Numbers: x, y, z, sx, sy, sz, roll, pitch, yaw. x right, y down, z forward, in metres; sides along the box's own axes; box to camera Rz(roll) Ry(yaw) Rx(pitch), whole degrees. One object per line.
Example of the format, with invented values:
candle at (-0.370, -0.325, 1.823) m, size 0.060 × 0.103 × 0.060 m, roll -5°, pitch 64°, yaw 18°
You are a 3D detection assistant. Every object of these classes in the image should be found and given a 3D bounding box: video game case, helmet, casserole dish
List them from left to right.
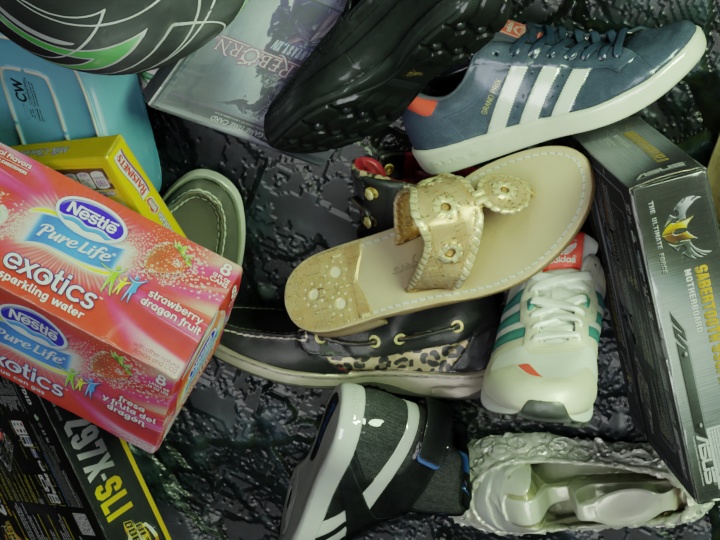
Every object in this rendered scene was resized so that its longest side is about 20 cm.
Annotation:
casserole dish at (-0.196, -0.103, 1.456) m, size 0.120 × 0.039 × 0.201 m, roll 13°, pitch 139°, yaw 22°
helmet at (-0.142, -0.205, 1.293) m, size 0.190 × 0.200 × 0.201 m, roll 29°, pitch 116°, yaw -4°
video game case at (-0.023, -0.158, 1.398) m, size 0.142 × 0.019 × 0.200 m, roll 17°, pitch 122°, yaw -38°

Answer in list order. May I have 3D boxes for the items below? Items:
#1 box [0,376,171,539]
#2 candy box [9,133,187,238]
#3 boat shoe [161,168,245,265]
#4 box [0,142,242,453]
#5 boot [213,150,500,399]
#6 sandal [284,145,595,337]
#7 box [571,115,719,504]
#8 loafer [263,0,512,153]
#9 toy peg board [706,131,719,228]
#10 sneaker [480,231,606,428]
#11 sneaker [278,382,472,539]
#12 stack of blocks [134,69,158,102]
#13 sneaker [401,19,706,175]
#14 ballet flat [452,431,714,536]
box at (-0.218, 0.122, 1.550) m, size 0.159 × 0.049 × 0.201 m, roll -2°, pitch 116°, yaw 54°
candy box at (-0.209, -0.037, 1.487) m, size 0.199 × 0.027 × 0.103 m, roll -3°, pitch 135°, yaw 37°
boat shoe at (-0.133, 0.028, 1.524) m, size 0.072 × 0.060 × 0.203 m, roll 26°, pitch 116°, yaw 3°
box at (-0.186, 0.012, 1.422) m, size 0.199 × 0.100 × 0.096 m, roll 27°, pitch 143°, yaw 4°
boot at (0.000, 0.000, 1.472) m, size 0.198 × 0.073 × 0.152 m, roll 8°, pitch 114°, yaw 9°
sandal at (0.038, -0.017, 1.371) m, size 0.210 × 0.070 × 0.078 m, roll -24°, pitch 70°, yaw 20°
box at (0.186, 0.020, 1.378) m, size 0.048 × 0.158 × 0.202 m, roll -14°, pitch 105°, yaw -3°
loafer at (0.012, -0.137, 1.375) m, size 0.200 × 0.068 × 0.071 m, roll -36°, pitch 59°, yaw 38°
toy peg board at (0.308, -0.046, 1.360) m, size 0.198 × 0.098 × 0.201 m, roll 20°, pitch 116°, yaw 6°
sneaker at (0.114, 0.027, 1.387) m, size 0.070 × 0.200 × 0.094 m, roll 5°, pitch 107°, yaw 7°
sneaker at (0.014, 0.154, 1.514) m, size 0.111 × 0.074 × 0.200 m, roll 13°, pitch 144°, yaw -9°
stack of blocks at (-0.092, -0.200, 1.422) m, size 0.115 × 0.059 × 0.200 m, roll 36°, pitch 116°, yaw -2°
sneaker at (0.109, -0.128, 1.390) m, size 0.199 × 0.075 × 0.085 m, roll -19°, pitch 109°, yaw 20°
ballet flat at (0.137, 0.144, 1.500) m, size 0.198 × 0.072 × 0.072 m, roll -5°, pitch 110°, yaw 17°
